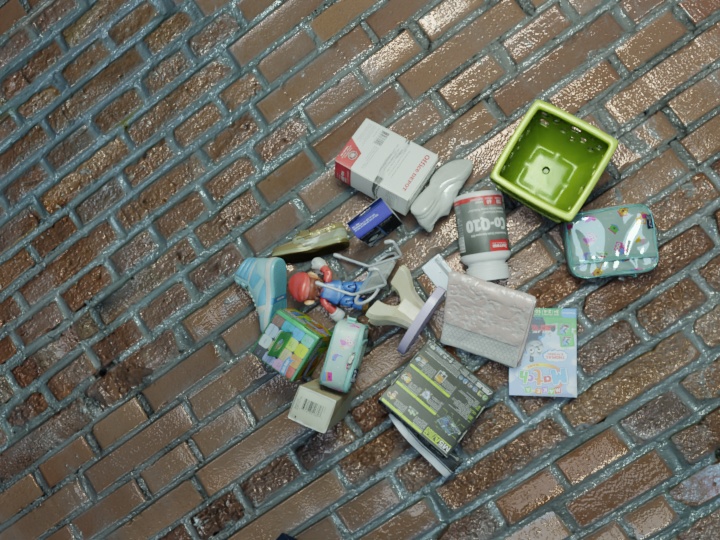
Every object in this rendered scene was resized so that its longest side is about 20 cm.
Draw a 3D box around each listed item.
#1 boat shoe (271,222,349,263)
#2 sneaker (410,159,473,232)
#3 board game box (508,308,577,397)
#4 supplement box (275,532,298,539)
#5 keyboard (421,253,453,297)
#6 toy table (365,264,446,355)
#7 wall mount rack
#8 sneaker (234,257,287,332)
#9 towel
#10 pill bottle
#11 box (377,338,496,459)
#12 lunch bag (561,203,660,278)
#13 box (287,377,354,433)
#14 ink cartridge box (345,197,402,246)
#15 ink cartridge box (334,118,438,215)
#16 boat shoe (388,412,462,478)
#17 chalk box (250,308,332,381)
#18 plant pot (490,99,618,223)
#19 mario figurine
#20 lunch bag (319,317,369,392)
[{"bbox_3d":[-0.124,-0.068,1.548,0.200,0.074,0.066,-12,69,11],"label":"boat shoe"},{"bbox_3d":[0.200,-0.177,1.492,0.200,0.089,0.075,-47,38,-15],"label":"sneaker"},{"bbox_3d":[0.415,0.185,1.445,0.151,0.037,0.200,0,88,11],"label":"board game box"},{"bbox_3d":[-0.183,0.751,1.445,0.134,0.200,0.200,20,90,11],"label":"supplement box"},{"bbox_3d":[0.228,0.053,1.502,0.056,0.011,0.200,-41,81,11],"label":"keyboard"},{"bbox_3d":[0.100,0.089,1.446,0.117,0.184,0.200,36,117,10],"label":"toy table"},{"bbox_3d":[0.000,0.000,1.466,0.174,0.200,0.075,-17,116,34],"label":"wall mount rack"},{"bbox_3d":[-0.253,0.059,1.564,0.130,0.080,0.200,9,98,25],"label":"sneaker"},{"bbox_3d":[0.278,0.111,1.414,0.200,0.032,0.191,18,121,24],"label":"towel"},{"bbox_3d":[0.281,-0.075,1.444,0.114,0.114,0.200,-8,86,10],"label":"pill bottle"},{"bbox_3d":[0.174,0.290,1.446,0.200,0.048,0.193,39,73,10],"label":"box"},{"bbox_3d":[0.559,-0.060,1.409,0.200,0.077,0.161,-7,86,10],"label":"lunch bag"},{"bbox_3d":[-0.085,0.303,1.449,0.095,0.200,0.078,20,91,10],"label":"box"},{"bbox_3d":[0.035,-0.107,1.448,0.099,0.200,0.039,-37,78,8],"label":"ink cartridge box"},{"bbox_3d":[0.060,-0.243,1.487,0.200,0.083,0.147,31,69,11],"label":"ink cartridge box"},{"bbox_3d":[0.153,0.388,1.466,0.199,0.074,0.068,45,89,7],"label":"boat shoe"},{"bbox_3d":[-0.159,0.171,1.470,0.124,0.200,0.125,33,94,11],"label":"chalk box"},{"bbox_3d":[0.416,-0.225,1.392,0.199,0.181,0.200,32,94,11],"label":"plant pot"},{"bbox_3d":[-0.075,0.045,1.538,0.200,0.106,0.124,10,53,1],"label":"mario figurine"},{"bbox_3d":[-0.031,0.186,1.438,0.077,0.200,0.161,19,88,3],"label":"lunch bag"}]
